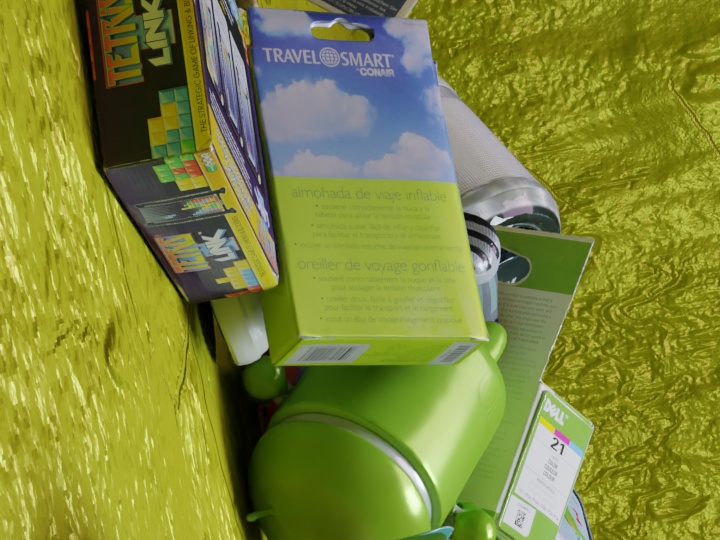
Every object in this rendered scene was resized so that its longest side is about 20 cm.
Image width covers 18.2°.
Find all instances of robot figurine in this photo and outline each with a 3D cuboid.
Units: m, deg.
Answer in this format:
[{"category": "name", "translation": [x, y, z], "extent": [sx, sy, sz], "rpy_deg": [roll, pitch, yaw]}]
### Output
[{"category": "robot figurine", "translation": [0.010, 0.097, 1.311], "extent": [0.200, 0.175, 0.116], "rpy_deg": [-55, -177, -39]}]

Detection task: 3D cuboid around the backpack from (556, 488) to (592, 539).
[{"category": "backpack", "translation": [0.083, 0.199, 1.613], "extent": [0.200, 0.147, 0.183], "rpy_deg": [45, 15, -16]}]

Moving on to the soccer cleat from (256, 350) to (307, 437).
[{"category": "soccer cleat", "translation": [-0.040, 0.088, 1.401], "extent": [0.073, 0.068, 0.200], "rpy_deg": [35, 43, -34]}]

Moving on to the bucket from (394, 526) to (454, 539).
[{"category": "bucket", "translation": [-0.012, 0.205, 0.841], "extent": [0.207, 0.135, 0.207], "rpy_deg": [-12, 90, -85]}]

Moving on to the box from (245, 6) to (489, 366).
[{"category": "box", "translation": [-0.005, -0.047, 1.260], "extent": [0.048, 0.122, 0.200], "rpy_deg": [-43, -128, 55]}]

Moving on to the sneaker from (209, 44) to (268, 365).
[{"category": "sneaker", "translation": [-0.057, -0.046, 1.293], "extent": [0.073, 0.085, 0.200], "rpy_deg": [74, 7, -68]}]

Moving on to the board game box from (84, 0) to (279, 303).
[{"category": "board game box", "translation": [-0.092, -0.093, 1.134], "extent": [0.200, 0.057, 0.166], "rpy_deg": [70, 12, -69]}]

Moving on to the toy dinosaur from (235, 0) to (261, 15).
[{"category": "toy dinosaur", "translation": [-0.085, -0.177, 1.452], "extent": [0.200, 0.058, 0.101], "rpy_deg": [69, 9, -68]}]

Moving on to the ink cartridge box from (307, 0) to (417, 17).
[{"category": "ink cartridge box", "translation": [-0.034, -0.279, 1.679], "extent": [0.075, 0.165, 0.200], "rpy_deg": [-52, -156, 28]}]

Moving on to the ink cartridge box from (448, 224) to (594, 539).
[{"category": "ink cartridge box", "translation": [0.076, 0.075, 1.445], "extent": [0.076, 0.148, 0.200], "rpy_deg": [40, 66, -47]}]

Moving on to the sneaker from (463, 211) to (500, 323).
[{"category": "sneaker", "translation": [0.000, 0.000, 1.421], "extent": [0.074, 0.200, 0.088], "rpy_deg": [-42, 135, -37]}]

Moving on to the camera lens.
[{"category": "camera lens", "translation": [0.034, -0.049, 1.622], "extent": [0.200, 0.160, 0.160], "rpy_deg": [49, -11, 29]}]
